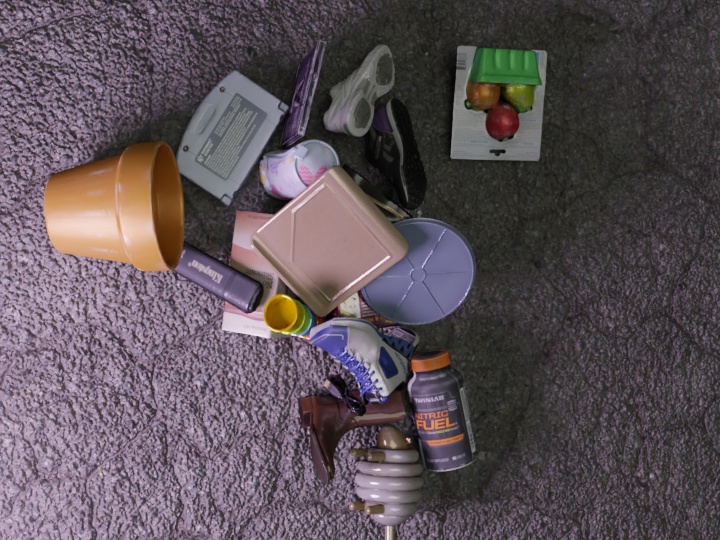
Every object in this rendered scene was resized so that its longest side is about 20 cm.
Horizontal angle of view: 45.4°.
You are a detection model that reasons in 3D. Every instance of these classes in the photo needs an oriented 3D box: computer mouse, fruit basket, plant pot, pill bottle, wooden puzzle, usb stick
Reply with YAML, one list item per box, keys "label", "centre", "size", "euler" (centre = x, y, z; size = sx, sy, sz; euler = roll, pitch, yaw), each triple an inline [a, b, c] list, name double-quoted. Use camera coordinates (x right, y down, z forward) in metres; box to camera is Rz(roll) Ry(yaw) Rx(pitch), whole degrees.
- label: "computer mouse"
  centre: [0.032, 0.176, 1.532]
  size: [0.199, 0.109, 0.044]
  euler: [-36, 128, -25]
- label: "fruit basket"
  centre: [0.254, -0.307, 1.593]
  size: [0.181, 0.094, 0.204]
  euler: [-1, 107, -15]
- label: "plant pot"
  centre: [-0.391, -0.097, 1.366]
  size: [0.179, 0.200, 0.205]
  euler: [-3, 93, 2]
- label: "pill bottle"
  centre: [0.143, 0.249, 1.558]
  size: [0.104, 0.106, 0.204]
  euler: [-13, 94, -14]
- label: "wooden puzzle"
  centre: [-0.050, -0.045, 1.376]
  size: [0.199, 0.037, 0.185]
  euler: [-37, 108, 21]
- label: "usb stick"
  centre: [-0.244, 0.009, 1.426]
  size: [0.198, 0.032, 0.056]
  euler: [27, 96, 24]

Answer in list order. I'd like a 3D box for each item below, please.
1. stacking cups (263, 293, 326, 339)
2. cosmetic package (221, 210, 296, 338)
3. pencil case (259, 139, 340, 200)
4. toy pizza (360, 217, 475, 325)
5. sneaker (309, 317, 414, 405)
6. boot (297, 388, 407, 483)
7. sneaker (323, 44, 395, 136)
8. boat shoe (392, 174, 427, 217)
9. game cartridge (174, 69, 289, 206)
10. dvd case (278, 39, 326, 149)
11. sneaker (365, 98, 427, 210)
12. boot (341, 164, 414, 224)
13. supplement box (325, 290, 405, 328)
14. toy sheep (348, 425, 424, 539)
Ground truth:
- label: "stacking cups"
  centre: [-0.096, 0.088, 1.435]
  size: [0.059, 0.200, 0.062]
  euler: [-4, 76, 17]
- label: "cosmetic package"
  centre: [-0.163, 0.007, 1.457]
  size: [0.101, 0.087, 0.204]
  euler: [6, 90, 20]
- label: "pencil case"
  centre: [-0.104, -0.168, 1.432]
  size: [0.083, 0.199, 0.091]
  euler: [-43, 108, -16]
- label: "toy pizza"
  centre: [0.094, 0.000, 1.433]
  size: [0.196, 0.032, 0.204]
  euler: [-2, 119, -3]
- label: "sneaker"
  centre: [0.011, 0.157, 1.422]
  size: [0.197, 0.080, 0.117]
  euler: [22, 57, -33]
- label: "boot"
  centre: [0.004, 0.271, 1.495]
  size: [0.196, 0.188, 0.065]
  euler: [-7, 134, -15]
- label: "sneaker"
  centre: [-0.009, -0.323, 1.514]
  size: [0.202, 0.098, 0.078]
  euler: [-61, 139, -28]
- label: "boat shoe"
  centre: [0.091, -0.079, 1.555]
  size: [0.066, 0.072, 0.204]
  euler: [6, 83, -13]
- label: "game cartridge"
  centre: [-0.226, -0.230, 1.467]
  size: [0.132, 0.042, 0.202]
  euler: [32, 87, -1]
- label: "dvd case"
  centre: [-0.097, -0.285, 1.426]
  size: [0.016, 0.200, 0.152]
  euler: [14, 88, -14]
- label: "sneaker"
  centre: [0.056, -0.193, 1.518]
  size: [0.075, 0.087, 0.204]
  euler: [14, 61, -52]
- label: "boot"
  centre: [0.011, -0.063, 1.435]
  size: [0.199, 0.078, 0.139]
  euler: [36, 96, -16]
- label: "supplement box"
  centre: [0.000, 0.000, 1.512]
  size: [0.128, 0.103, 0.204]
  euler: [-7, 92, -16]
- label: "toy sheep"
  centre: [0.049, 0.377, 1.524]
  size: [0.135, 0.138, 0.204]
  euler: [5, 86, -15]
